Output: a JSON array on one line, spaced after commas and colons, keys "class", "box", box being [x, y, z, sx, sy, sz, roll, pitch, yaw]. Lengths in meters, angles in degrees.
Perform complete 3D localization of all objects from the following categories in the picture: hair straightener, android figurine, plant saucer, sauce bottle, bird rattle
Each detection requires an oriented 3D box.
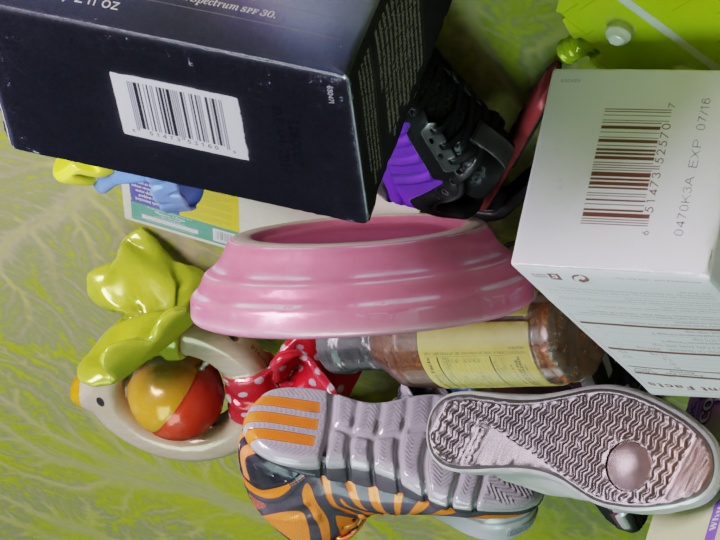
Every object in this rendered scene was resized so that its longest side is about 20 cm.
[{"class": "hair straightener", "box": [0.110, -0.047, 1.632, 0.077, 0.041, 0.200, 23, 147, -4]}, {"class": "android figurine", "box": [0.182, -0.139, 1.452, 0.182, 0.041, 0.200, 34, 145, -22]}, {"class": "plant saucer", "box": [0.000, 0.000, 1.628, 0.199, 0.051, 0.201, -3, -173, 0]}, {"class": "sauce bottle", "box": [0.058, 0.040, 1.730, 0.199, 0.066, 0.066, -1, 143, 43]}, {"class": "bird rattle", "box": [-0.104, 0.066, 1.878, 0.199, 0.113, 0.163, 24, 135, -25]}]

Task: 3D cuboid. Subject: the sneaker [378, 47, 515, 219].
[{"class": "sneaker", "box": [0.041, -0.090, 1.565, 0.099, 0.070, 0.200, 28, 160, 17]}]

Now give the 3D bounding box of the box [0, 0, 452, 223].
[{"class": "box", "box": [-0.063, -0.154, 1.420, 0.199, 0.199, 0.124, 12, 146, 14]}]

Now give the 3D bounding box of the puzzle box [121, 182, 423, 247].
[{"class": "puzzle box", "box": [-0.054, -0.052, 1.740, 0.199, 0.026, 0.133, 16, 149, 9]}]

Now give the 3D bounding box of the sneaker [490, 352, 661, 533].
[{"class": "sneaker", "box": [0.126, 0.083, 1.808, 0.115, 0.076, 0.201, 9, 137, 28]}]

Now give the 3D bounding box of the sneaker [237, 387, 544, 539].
[{"class": "sneaker", "box": [0.019, 0.137, 1.826, 0.199, 0.078, 0.112, 13, 143, 3]}]

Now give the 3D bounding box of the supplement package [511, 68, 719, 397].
[{"class": "supplement package", "box": [0.182, -0.016, 1.519, 0.117, 0.118, 0.200, 3, 160, 30]}]

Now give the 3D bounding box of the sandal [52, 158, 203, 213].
[{"class": "sandal", "box": [-0.093, -0.096, 1.633, 0.087, 0.080, 0.200, 32, 139, -20]}]

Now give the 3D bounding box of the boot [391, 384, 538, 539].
[{"class": "boot", "box": [0.034, 0.106, 1.899, 0.199, 0.073, 0.096, 17, 126, 32]}]

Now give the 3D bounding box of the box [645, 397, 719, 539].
[{"class": "box", "box": [0.277, 0.113, 1.651, 0.096, 0.177, 0.200, 34, 146, -21]}]

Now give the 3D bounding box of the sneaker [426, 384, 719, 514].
[{"class": "sneaker", "box": [0.143, 0.105, 1.705, 0.199, 0.073, 0.085, 9, 177, 37]}]
